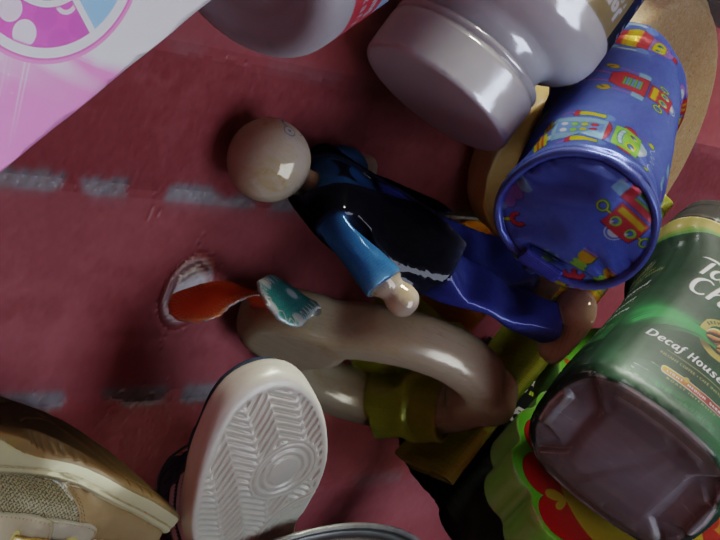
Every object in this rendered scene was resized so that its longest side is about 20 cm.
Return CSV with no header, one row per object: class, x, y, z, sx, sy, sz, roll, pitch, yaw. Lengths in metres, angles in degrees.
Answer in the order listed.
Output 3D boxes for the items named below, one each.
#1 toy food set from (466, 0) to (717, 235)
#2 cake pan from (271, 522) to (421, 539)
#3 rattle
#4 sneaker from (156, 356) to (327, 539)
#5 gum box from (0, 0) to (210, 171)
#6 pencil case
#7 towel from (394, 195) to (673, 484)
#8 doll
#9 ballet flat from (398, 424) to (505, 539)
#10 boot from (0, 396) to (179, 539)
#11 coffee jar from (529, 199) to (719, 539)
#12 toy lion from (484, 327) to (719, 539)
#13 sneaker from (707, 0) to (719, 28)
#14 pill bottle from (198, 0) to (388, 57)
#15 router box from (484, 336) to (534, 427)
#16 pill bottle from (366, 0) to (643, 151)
toy food set,0.149,-0.088,1.101,0.200,0.049,0.198,-59,150,-4
cake pan,-0.041,0.208,0.926,0.200,0.037,0.201,-20,141,-17
rattle,0.000,0.000,0.935,0.200,0.130,0.143,32,76,-34
sneaker,-0.067,0.100,0.891,0.075,0.085,0.200,-16,139,-24
gum box,-0.118,-0.119,0.615,0.200,0.066,0.114,-44,124,-26
pencil case,0.120,-0.060,0.926,0.087,0.078,0.200,-58,-179,29
towel,0.096,0.033,1.018,0.200,0.018,0.086,-51,-169,-10
doll,0.019,-0.021,0.890,0.200,0.137,0.049,24,116,-29
ballet flat,0.072,0.122,1.035,0.066,0.200,0.057,-34,112,-1
boot,-0.174,0.134,0.775,0.156,0.073,0.200,-61,148,0
coffee jar,0.171,0.046,0.951,0.085,0.104,0.200,-56,176,40
toy lion,0.146,0.111,0.976,0.191,0.200,0.069,13,133,-30
sneaker,0.228,-0.218,1.094,0.099,0.071,0.200,-62,156,-2
pill bottle,0.014,-0.180,0.757,0.200,0.109,0.109,-39,144,-32
router box,0.137,0.147,1.181,0.062,0.150,0.200,-48,148,-21
pill bottle,0.092,-0.161,0.889,0.200,0.111,0.111,-54,149,-11
